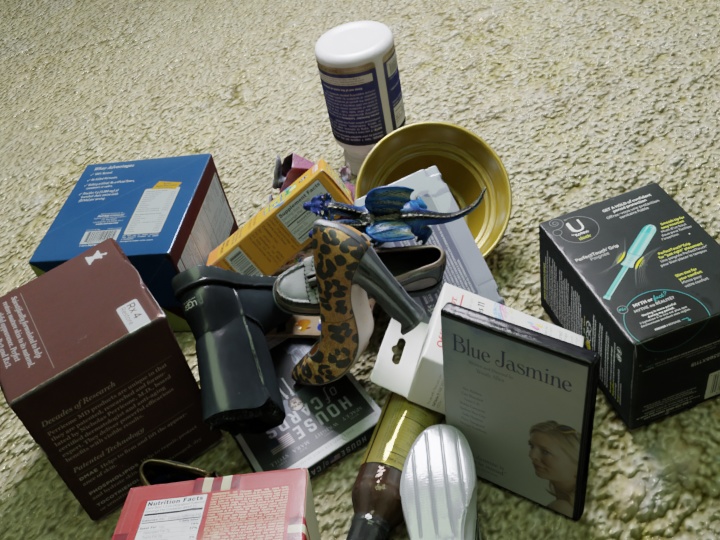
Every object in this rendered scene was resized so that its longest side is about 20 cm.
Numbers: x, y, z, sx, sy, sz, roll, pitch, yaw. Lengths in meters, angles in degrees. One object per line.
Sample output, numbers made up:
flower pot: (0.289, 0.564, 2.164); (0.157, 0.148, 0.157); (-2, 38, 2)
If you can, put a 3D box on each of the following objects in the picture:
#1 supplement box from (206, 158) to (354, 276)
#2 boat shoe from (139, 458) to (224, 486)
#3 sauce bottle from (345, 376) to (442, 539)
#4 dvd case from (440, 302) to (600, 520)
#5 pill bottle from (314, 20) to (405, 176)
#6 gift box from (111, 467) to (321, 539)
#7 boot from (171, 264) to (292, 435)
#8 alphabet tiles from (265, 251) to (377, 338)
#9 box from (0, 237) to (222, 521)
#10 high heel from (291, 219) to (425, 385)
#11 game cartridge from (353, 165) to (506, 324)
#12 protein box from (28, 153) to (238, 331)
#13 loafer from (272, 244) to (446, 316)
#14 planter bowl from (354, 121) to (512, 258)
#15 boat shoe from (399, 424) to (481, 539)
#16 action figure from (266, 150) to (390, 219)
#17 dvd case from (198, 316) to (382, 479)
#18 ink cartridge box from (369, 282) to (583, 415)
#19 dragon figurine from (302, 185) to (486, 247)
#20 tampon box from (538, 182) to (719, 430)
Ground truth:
supplement box: (-0.102, -0.051, 1.011); (0.199, 0.069, 0.067); (-37, 19, 8)
boat shoe: (-0.142, 0.238, 0.777); (0.196, 0.073, 0.073); (10, 47, 25)
sauce bottle: (0.029, 0.200, 0.779); (0.063, 0.065, 0.202); (7, 47, 23)
dvd case: (0.139, 0.130, 0.717); (0.141, 0.203, 0.018); (19, 43, 30)
pill bottle: (0.006, -0.246, 1.164); (0.113, 0.203, 0.117); (-7, 40, 6)
gift box: (-0.112, 0.295, 0.618); (0.180, 0.190, 0.201); (-5, 27, 7)
boot: (-0.118, 0.092, 0.867); (0.075, 0.199, 0.171); (-25, 71, 22)
alphabet tiles: (-0.063, 0.027, 1.007); (0.196, 0.008, 0.168); (-1, 37, 23)
box: (-0.274, 0.115, 0.853); (0.162, 0.203, 0.166); (-30, 43, -17)
high heel: (-0.043, 0.036, 0.830); (0.199, 0.143, 0.072); (-35, 13, 37)
game cartridge: (0.073, -0.011, 0.942); (0.131, 0.041, 0.203); (-22, 74, -8)
protein box: (-0.292, -0.036, 1.070); (0.194, 0.137, 0.202); (-3, 43, 13)
loafer: (0.000, 0.000, 0.877); (0.195, 0.063, 0.073); (-9, 68, -11)
planter bowl: (0.091, -0.080, 1.022); (0.195, 0.084, 0.205); (-1, 74, 2)
boat shoe: (0.073, 0.240, 0.715); (0.070, 0.072, 0.203); (-5, 49, 10)
action figure: (-0.026, -0.089, 1.077); (0.195, 0.134, 0.152); (12, 79, -8)
dvd case: (-0.080, 0.146, 0.896); (0.148, 0.025, 0.200); (-29, 43, -16)
ink cartridge box: (0.119, 0.090, 0.809); (0.196, 0.068, 0.118); (20, 42, 3)
dragon figurine: (0.037, -0.059, 0.873); (0.196, 0.099, 0.060); (-3, 86, 19)
tampon box: (0.296, 0.031, 0.836); (0.147, 0.128, 0.201); (-18, 41, -5)
